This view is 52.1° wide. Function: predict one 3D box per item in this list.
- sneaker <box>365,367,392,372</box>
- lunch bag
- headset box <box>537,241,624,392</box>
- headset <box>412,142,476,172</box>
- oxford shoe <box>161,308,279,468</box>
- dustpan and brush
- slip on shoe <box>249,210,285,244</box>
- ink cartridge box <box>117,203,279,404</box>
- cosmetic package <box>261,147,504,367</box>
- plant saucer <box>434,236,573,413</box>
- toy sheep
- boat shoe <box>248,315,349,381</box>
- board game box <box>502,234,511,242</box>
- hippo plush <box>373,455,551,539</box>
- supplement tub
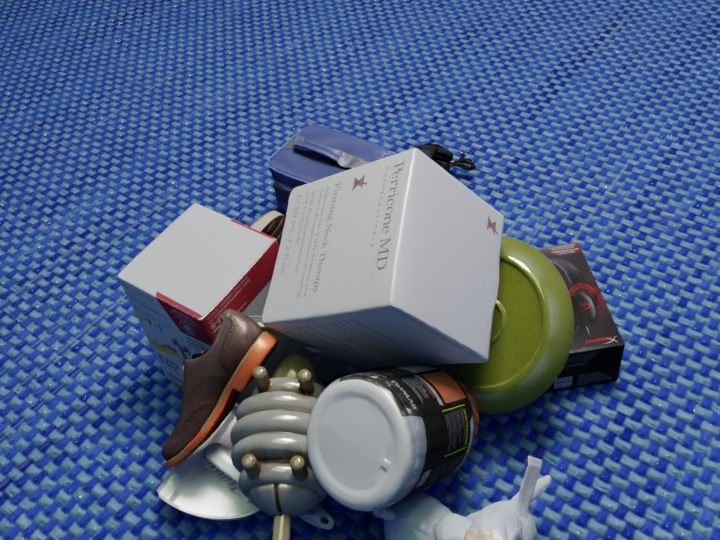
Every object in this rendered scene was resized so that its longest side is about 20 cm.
[{"bbox_3d":[0.024,0.143,0.895,0.073,0.086,0.201,18,48,23],"label":"sneaker"},{"bbox_3d":[-0.050,-0.143,1.150,0.196,0.134,0.136,22,51,25],"label":"lunch bag"},{"bbox_3d":[0.236,0.053,0.963,0.144,0.076,0.203,-8,46,1],"label":"headset box"},{"bbox_3d":[0.121,-0.138,1.139,0.091,0.127,0.201,9,27,14],"label":"headset"},{"bbox_3d":[-0.170,0.131,0.817,0.072,0.202,0.071,37,13,1],"label":"oxford shoe"},{"bbox_3d":[-0.116,0.241,0.833,0.197,0.058,0.141,30,56,10],"label":"dustpan and brush"},{"bbox_3d":[-0.187,-0.022,1.095,0.060,0.077,0.201,26,61,21],"label":"slip on shoe"},{"bbox_3d":[-0.180,0.054,0.929,0.143,0.203,0.145,21,53,27],"label":"ink cartridge box"},{"bbox_3d":[0.027,-0.001,0.800,0.197,0.165,0.172,-11,60,44],"label":"cosmetic package"},{"bbox_3d":[0.141,0.059,0.839,0.195,0.031,0.206,-4,81,26],"label":"plant saucer"},{"bbox_3d":[-0.078,0.184,0.775,0.134,0.139,0.204,2,58,9],"label":"toy sheep"},{"bbox_3d":[-0.090,0.086,0.905,0.073,0.198,0.062,-43,53,19],"label":"boat shoe"},{"bbox_3d":[0.119,0.047,0.893,0.154,0.039,0.206,-9,77,25],"label":"board game box"},{"bbox_3d":[0.082,0.269,0.714,0.157,0.160,0.205,4,65,26],"label":"hippo plush"},{"bbox_3d":[0.043,0.161,0.750,0.121,0.125,0.198,26,10,29],"label":"supplement tub"}]
